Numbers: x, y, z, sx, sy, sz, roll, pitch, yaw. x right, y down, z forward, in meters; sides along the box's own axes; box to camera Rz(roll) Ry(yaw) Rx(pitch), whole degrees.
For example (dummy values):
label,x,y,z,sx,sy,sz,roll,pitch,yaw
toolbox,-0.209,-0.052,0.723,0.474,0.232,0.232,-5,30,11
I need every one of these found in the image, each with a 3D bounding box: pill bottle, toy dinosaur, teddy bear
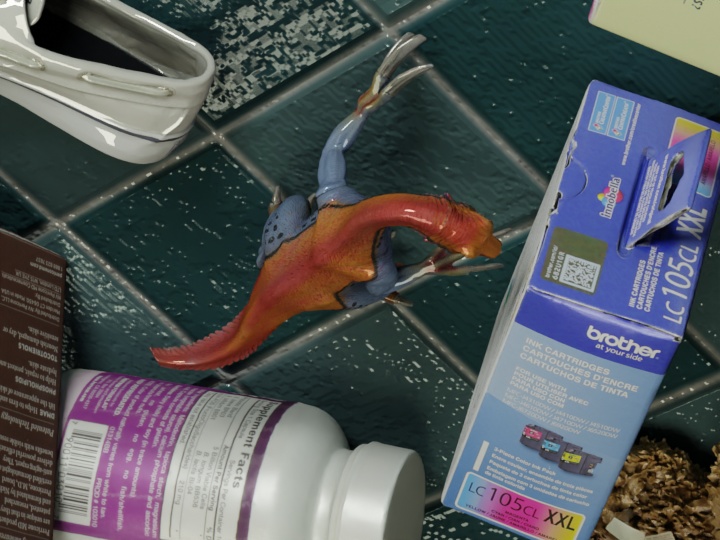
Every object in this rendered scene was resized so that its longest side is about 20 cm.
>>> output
label,x,y,z,sx,sy,sz,roll,pitch,yaw
pill bottle,-0.071,0.119,1.567,0.199,0.113,0.113,9,137,15
toy dinosaur,0.000,0.000,1.377,0.105,0.200,0.181,39,-178,-4
teddy bear,0.171,0.130,1.520,0.199,0.067,0.146,8,128,25

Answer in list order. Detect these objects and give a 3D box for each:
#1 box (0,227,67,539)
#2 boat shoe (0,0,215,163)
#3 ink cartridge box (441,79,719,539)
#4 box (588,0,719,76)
label,x,y,z,sx,sy,sz,roll,pitch,yaw
box,-0.210,0.086,1.523,0.100,0.201,0.075,-7,161,30
boat shoe,-0.161,-0.118,1.388,0.199,0.072,0.066,29,134,-9
ink cartridge box,0.106,0.013,1.357,0.076,0.137,0.201,18,139,2
box,0.215,-0.148,1.171,0.199,0.097,0.176,22,139,1
